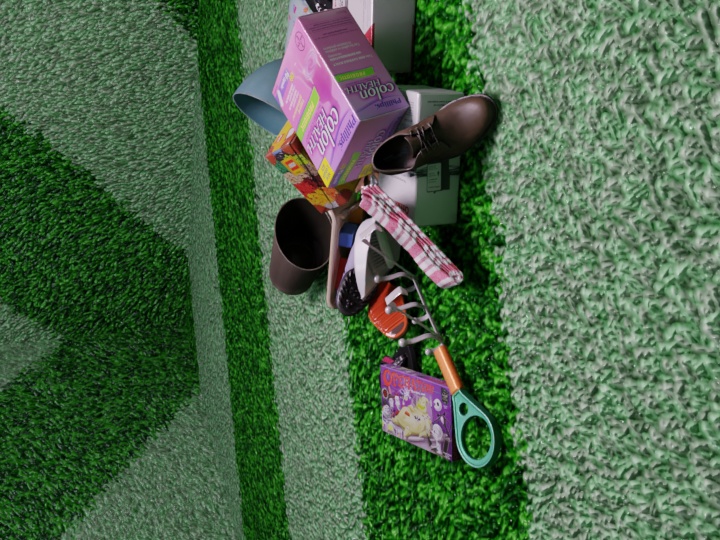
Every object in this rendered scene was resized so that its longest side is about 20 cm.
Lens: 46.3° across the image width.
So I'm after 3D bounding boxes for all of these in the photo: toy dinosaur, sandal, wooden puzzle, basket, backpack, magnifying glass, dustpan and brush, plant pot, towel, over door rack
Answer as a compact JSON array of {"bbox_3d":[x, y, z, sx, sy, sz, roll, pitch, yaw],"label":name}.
[{"bbox_3d":[0.031,-0.163,1.504,0.200,0.085,0.137,-44,28,50],"label":"toy dinosaur"},{"bbox_3d":[0.058,0.191,1.544,0.201,0.044,0.076,120,140,-57],"label":"sandal"},{"bbox_3d":[-0.023,-0.051,1.629,0.186,0.045,0.204,-62,-25,-63],"label":"wooden puzzle"},{"bbox_3d":[-0.143,-0.036,1.932,0.201,0.133,0.183,115,148,-59],"label":"basket"},{"bbox_3d":[-0.075,-0.477,1.655,0.201,0.124,0.169,108,147,-52],"label":"backpack"},{"bbox_3d":[0.156,0.203,1.278,0.080,0.022,0.202,-50,46,36],"label":"magnifying glass"},{"bbox_3d":[0.028,-0.067,1.437,0.056,0.140,0.203,-2,117,33],"label":"dustpan and brush"},{"bbox_3d":[-0.167,-0.391,1.875,0.136,0.198,0.200,-62,18,-10],"label":"plant pot"},{"bbox_3d":[0.073,-0.045,1.282,0.200,0.030,0.146,46,176,2],"label":"towel"},{"bbox_3d":[0.058,0.039,1.354,0.200,0.066,0.149,49,-165,-51],"label":"over door rack"}]

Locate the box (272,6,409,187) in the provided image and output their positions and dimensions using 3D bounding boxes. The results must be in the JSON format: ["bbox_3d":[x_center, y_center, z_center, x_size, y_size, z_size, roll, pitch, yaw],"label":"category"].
[{"bbox_3d":[-0.037,-0.269,1.318,0.202,0.096,0.176,59,150,16],"label":"box"}]

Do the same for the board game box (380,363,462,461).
[{"bbox_3d":[0.099,0.233,1.413,0.199,0.032,0.123,9,99,57],"label":"board game box"}]

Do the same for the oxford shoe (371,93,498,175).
[{"bbox_3d":[0.103,-0.183,1.185,0.198,0.084,0.074,-28,92,24],"label":"oxford shoe"}]

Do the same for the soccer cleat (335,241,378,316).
[{"bbox_3d":[0.000,0.000,1.528,0.073,0.068,0.202,-30,34,57],"label":"soccer cleat"}]

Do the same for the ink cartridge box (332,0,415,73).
[{"bbox_3d":[0.018,-0.429,1.468,0.200,0.081,0.150,-141,49,-62],"label":"ink cartridge box"}]

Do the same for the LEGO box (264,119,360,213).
[{"bbox_3d":[-0.054,-0.228,1.473,0.077,0.149,0.202,-16,38,48],"label":"LEGO box"}]

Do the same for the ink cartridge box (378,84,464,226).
[{"bbox_3d":[0.091,-0.182,1.322,0.146,0.082,0.204,-143,52,-62],"label":"ink cartridge box"}]

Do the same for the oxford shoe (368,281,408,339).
[{"bbox_3d":[0.051,0.065,1.518,0.073,0.071,0.201,51,-171,-36],"label":"oxford shoe"}]
